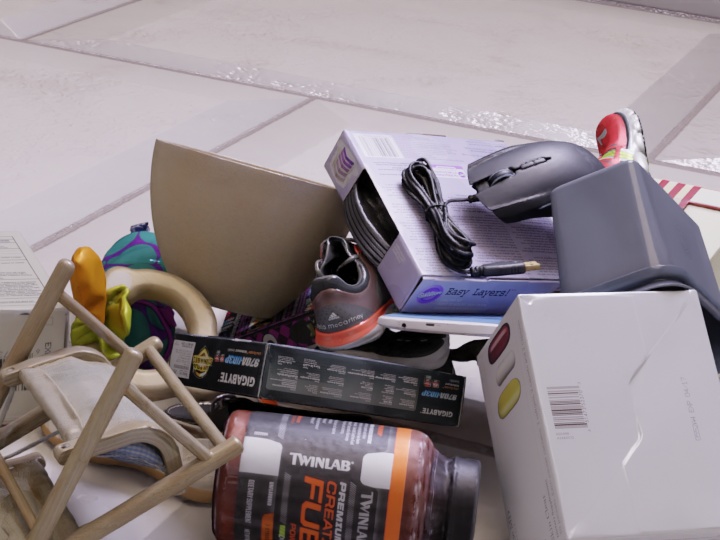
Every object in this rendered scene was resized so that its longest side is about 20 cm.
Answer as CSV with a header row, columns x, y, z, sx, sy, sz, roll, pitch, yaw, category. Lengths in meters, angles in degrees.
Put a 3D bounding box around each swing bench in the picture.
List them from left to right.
x,y,z,sx,sy,sz,roll,pitch,yaw,category
-0.227,0.129,1.406,0.130,0.200,0.199,45,-1,-33,swing bench

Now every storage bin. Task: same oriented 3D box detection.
x,y,z,sx,sy,sz,roll,pitch,yaw,category
0.228,0.007,1.572,0.145,0.135,0.200,-21,-31,23,storage bin

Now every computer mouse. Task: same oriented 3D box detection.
x,y,z,sx,sy,sz,roll,pitch,yaw,category
0.145,-0.059,1.607,0.199,0.046,0.141,-4,49,-19,computer mouse

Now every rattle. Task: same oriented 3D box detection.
x,y,z,sx,sy,sz,roll,pitch,yaw,category
-0.150,0.050,1.612,0.199,0.143,0.130,27,45,9,rattle

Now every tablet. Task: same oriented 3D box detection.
x,y,z,sx,sy,sz,roll,pitch,yaw,category
0.096,0.045,1.593,0.129,0.014,0.200,4,2,13,tablet

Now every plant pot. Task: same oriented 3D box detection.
x,y,z,sx,sy,sz,roll,pitch,yaw,category
-0.110,-0.032,1.727,0.199,0.135,0.200,15,4,-1,plant pot

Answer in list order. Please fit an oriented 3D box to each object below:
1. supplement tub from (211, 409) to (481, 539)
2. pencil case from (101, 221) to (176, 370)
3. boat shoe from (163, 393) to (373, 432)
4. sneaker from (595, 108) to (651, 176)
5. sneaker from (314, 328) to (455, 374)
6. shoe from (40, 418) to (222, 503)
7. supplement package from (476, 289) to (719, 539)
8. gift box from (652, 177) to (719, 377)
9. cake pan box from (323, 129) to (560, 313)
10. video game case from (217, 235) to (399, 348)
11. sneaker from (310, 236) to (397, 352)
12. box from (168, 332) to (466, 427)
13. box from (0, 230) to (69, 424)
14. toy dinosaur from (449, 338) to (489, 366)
x,y,z,sx,sy,sz,roll,pitch,yaw,category
-0.010,0.168,1.426,0.199,0.107,0.107,6,20,3,supplement tub
-0.212,0.028,1.786,0.092,0.085,0.200,-21,20,6,pencil case
-0.078,0.130,1.581,0.199,0.057,0.067,12,21,17,boat shoe
0.227,-0.089,1.735,0.084,0.077,0.200,-7,30,6,sneaker
0.022,0.091,1.713,0.074,0.080,0.200,-29,18,-24,sneaker
-0.186,0.134,1.547,0.199,0.054,0.070,18,25,29,shoe
0.192,0.130,1.432,0.155,0.111,0.201,-1,61,-16,supplement package
0.274,0.025,1.792,0.184,0.201,0.187,18,38,25,gift box
0.082,-0.043,1.657,0.199,0.052,0.185,1,45,-36,cake pan box
-0.043,0.023,1.811,0.181,0.036,0.200,-19,18,10,video game case
0.000,0.000,1.638,0.077,0.082,0.200,-14,17,14,sneaker
-0.037,0.090,1.545,0.199,0.046,0.159,11,-4,-33,box
-0.345,0.049,1.658,0.127,0.109,0.200,-3,21,-22,box
0.147,0.092,1.646,0.200,0.077,0.102,43,-2,18,toy dinosaur
